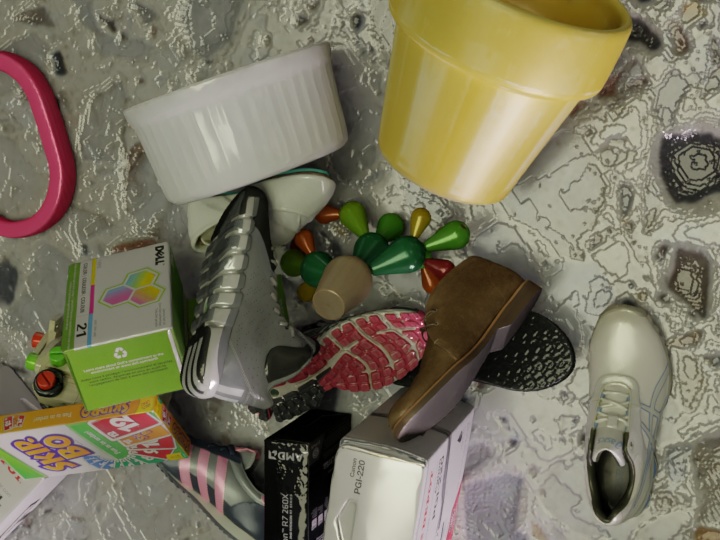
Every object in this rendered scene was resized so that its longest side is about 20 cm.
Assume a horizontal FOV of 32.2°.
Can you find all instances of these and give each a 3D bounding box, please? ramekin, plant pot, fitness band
[{"bbox_3d":[-0.108,-0.134,1.150,0.199,0.200,0.098,-16,100,20],"label":"ramekin"},{"bbox_3d":[0.105,-0.170,1.082,0.200,0.201,0.190,30,122,13],"label":"plant pot"},{"bbox_3d":[-0.380,-0.133,1.323,0.143,0.037,0.201,-17,92,20],"label":"fitness band"}]

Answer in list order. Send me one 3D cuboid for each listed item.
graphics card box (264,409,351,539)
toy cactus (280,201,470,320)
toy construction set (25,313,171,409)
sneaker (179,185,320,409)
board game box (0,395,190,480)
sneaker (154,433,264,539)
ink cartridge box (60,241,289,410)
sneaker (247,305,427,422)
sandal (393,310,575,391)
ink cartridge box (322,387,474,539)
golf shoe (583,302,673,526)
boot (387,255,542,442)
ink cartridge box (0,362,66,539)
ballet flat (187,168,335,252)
[{"bbox_3d":[-0.050,0.246,1.213,0.051,0.125,0.201,4,99,18],"label":"graphics card box"},{"bbox_3d":[0.000,0.000,1.152,0.199,0.165,0.103,2,118,23],"label":"toy cactus"},{"bbox_3d":[-0.259,0.092,1.270,0.199,0.092,0.132,5,54,19],"label":"toy construction set"},{"bbox_3d":[-0.086,0.031,1.119,0.115,0.075,0.201,21,68,-22],"label":"sneaker"},{"bbox_3d":[-0.277,0.166,1.228,0.199,0.096,0.030,-7,52,13],"label":"board game box"},{"bbox_3d":[-0.149,0.200,1.282,0.200,0.070,0.082,41,86,10],"label":"sneaker"},{"bbox_3d":[-0.172,0.039,1.182,0.199,0.148,0.076,-14,124,-1],"label":"ink cartridge box"},{"bbox_3d":[-0.026,0.075,1.203,0.199,0.075,0.081,-20,118,20],"label":"sneaker"},{"bbox_3d":[0.113,0.076,1.179,0.200,0.048,0.076,-2,82,33],"label":"sandal"},{"bbox_3d":[0.036,0.203,1.138,0.084,0.200,0.147,12,101,17],"label":"ink cartridge box"},{"bbox_3d":[0.235,0.132,1.117,0.078,0.097,0.201,1,96,20],"label":"golf shoe"},{"bbox_3d":[0.074,0.066,1.085,0.075,0.200,0.074,35,148,13],"label":"boot"},{"bbox_3d":[-0.426,0.222,1.359,0.146,0.084,0.200,47,109,7],"label":"ink cartridge box"},{"bbox_3d":[-0.097,-0.049,1.191,0.199,0.069,0.070,-8,95,46],"label":"ballet flat"}]
